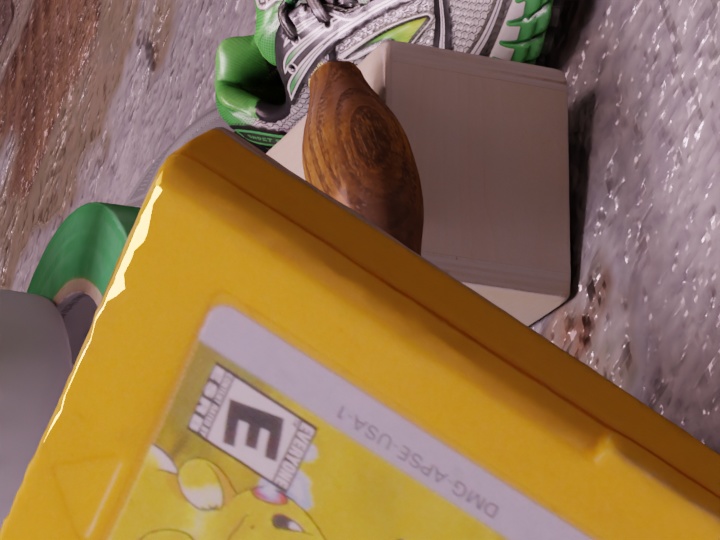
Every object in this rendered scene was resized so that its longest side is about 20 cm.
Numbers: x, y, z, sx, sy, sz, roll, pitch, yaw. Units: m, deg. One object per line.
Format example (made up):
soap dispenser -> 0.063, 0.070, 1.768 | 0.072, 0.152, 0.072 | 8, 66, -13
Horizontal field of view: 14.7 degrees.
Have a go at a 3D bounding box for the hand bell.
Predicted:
hand bell -> 0.013, 0.016, 0.759 | 0.104, 0.104, 0.201 | -58, 34, 40

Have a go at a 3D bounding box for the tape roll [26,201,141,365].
tape roll -> -0.082, 0.080, 0.939 | 0.200, 0.048, 0.202 | -173, 90, -69

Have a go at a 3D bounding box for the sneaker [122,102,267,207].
sneaker -> -0.078, 0.004, 1.150 | 0.200, 0.074, 0.080 | -48, 22, 42

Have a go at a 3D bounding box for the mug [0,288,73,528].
mug -> -0.191, 0.051, 0.921 | 0.148, 0.174, 0.201 | -105, 31, -46

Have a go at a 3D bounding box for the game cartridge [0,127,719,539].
game cartridge -> 0.009, 0.091, 0.645 | 0.032, 0.199, 0.177 | -36, -24, -57

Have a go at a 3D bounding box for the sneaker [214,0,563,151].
sneaker -> 0.010, -0.087, 0.926 | 0.200, 0.085, 0.078 | 131, 149, -51

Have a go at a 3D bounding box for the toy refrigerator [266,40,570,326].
toy refrigerator -> 0.000, 0.000, 0.918 | 0.200, 0.070, 0.076 | 140, 134, -61
